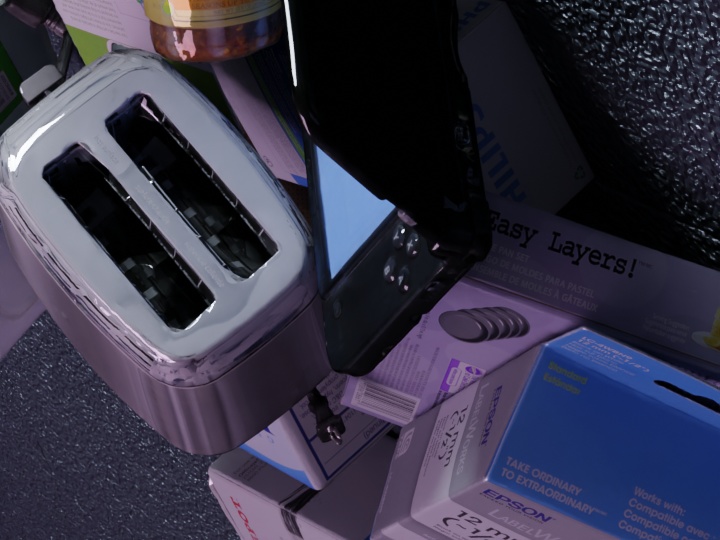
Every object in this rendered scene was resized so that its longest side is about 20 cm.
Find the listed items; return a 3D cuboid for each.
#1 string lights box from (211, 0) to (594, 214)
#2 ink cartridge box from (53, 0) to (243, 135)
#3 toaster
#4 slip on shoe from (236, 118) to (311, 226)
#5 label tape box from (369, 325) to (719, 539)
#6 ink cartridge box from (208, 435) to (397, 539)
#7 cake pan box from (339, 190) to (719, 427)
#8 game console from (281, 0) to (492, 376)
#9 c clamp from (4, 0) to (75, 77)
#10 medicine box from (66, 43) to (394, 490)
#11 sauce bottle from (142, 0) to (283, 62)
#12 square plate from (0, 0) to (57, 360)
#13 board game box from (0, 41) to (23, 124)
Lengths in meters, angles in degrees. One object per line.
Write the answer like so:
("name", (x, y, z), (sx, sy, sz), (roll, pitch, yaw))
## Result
("string lights box", (0.009, -0.081, 1.344), (0.200, 0.059, 0.103), (20, 146, 53))
("ink cartridge box", (-0.102, -0.173, 1.357), (0.148, 0.076, 0.201), (21, 142, 52))
("toaster", (-0.083, -0.005, 1.295), (0.200, 0.113, 0.129), (50, 172, 15))
("slip on shoe", (0.000, 0.000, 1.477), (0.200, 0.076, 0.061), (53, 164, -25))
("label tape box", (0.108, 0.101, 1.280), (0.143, 0.066, 0.200), (25, 158, -14))
("ink cartridge box", (0.017, 0.174, 1.748), (0.200, 0.084, 0.145), (23, 147, 47))
("cake pan box", (0.090, 0.042, 1.307), (0.183, 0.053, 0.200), (20, 156, 3))
("game console", (-0.020, -0.086, 1.165), (0.176, 0.116, 0.201), (-47, 40, 48))
("c clamp", (-0.222, -0.185, 1.530), (0.200, 0.027, 0.171), (34, -156, -11))
("medicine box", (-0.077, -0.005, 1.592), (0.182, 0.103, 0.201), (24, 148, 48))
("sauce bottle", (-0.072, -0.191, 1.235), (0.066, 0.066, 0.201), (23, 128, 49))
("square plate", (-0.203, -0.063, 1.617), (0.028, 0.200, 0.199), (-10, 111, 26))
("board game box", (-0.268, -0.162, 1.456), (0.200, 0.040, 0.153), (37, 167, 21))
